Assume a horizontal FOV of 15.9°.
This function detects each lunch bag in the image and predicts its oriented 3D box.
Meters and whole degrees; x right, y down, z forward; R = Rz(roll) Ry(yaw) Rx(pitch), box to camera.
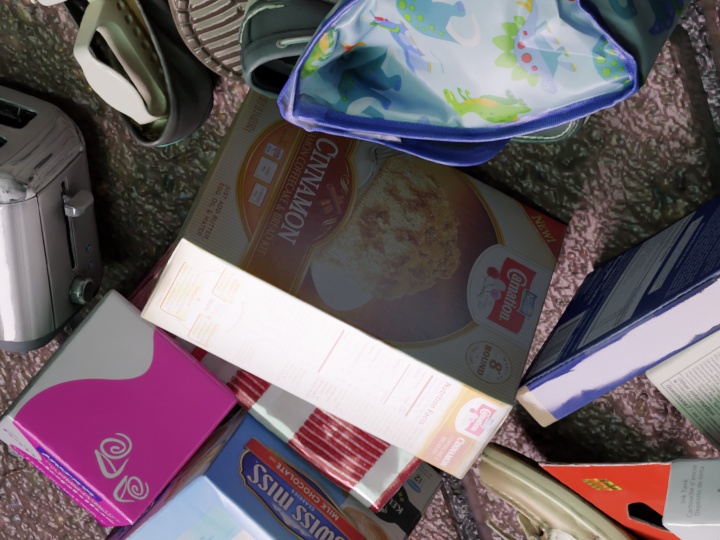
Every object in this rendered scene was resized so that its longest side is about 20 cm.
[{"bbox_3d":[0.069,-0.143,1.295,0.199,0.170,0.128,-13,116,36],"label":"lunch bag"}]

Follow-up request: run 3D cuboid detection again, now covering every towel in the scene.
[{"bbox_3d":[-0.023,0.032,1.537,0.200,0.023,0.144,40,103,-3],"label":"towel"}]

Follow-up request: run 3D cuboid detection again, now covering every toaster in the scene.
[{"bbox_3d":[-0.254,-0.044,1.601,0.199,0.114,0.130,18,127,20],"label":"toaster"}]

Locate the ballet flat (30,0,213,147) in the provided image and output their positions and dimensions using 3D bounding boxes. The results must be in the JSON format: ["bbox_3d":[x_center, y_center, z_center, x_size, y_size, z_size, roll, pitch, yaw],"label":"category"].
[{"bbox_3d":[-0.148,-0.157,1.480,0.068,0.068,0.201,-16,114,38],"label":"ballet flat"}]

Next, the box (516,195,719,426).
[{"bbox_3d":[0.176,0.003,1.377,0.032,0.121,0.200,47,133,-9],"label":"box"}]

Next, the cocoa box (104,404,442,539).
[{"bbox_3d":[-0.070,0.172,1.636,0.133,0.131,0.200,43,136,-5],"label":"cocoa box"}]

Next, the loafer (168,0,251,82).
[{"bbox_3d":[-0.081,-0.187,1.422,0.075,0.069,0.200,-14,134,16],"label":"loafer"}]

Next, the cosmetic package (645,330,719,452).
[{"bbox_3d":[0.260,0.028,1.381,0.105,0.071,0.200,46,133,-9],"label":"cosmetic package"}]

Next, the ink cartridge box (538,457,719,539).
[{"bbox_3d":[0.217,0.156,1.456,0.173,0.044,0.200,-5,154,32],"label":"ink cartridge box"}]

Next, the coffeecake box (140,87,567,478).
[{"bbox_3d":[0.000,0.000,1.432,0.199,0.154,0.073,27,134,-6],"label":"coffeecake box"}]

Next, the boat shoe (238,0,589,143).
[{"bbox_3d":[0.028,-0.099,1.401,0.199,0.062,0.073,16,133,-4],"label":"boat shoe"}]

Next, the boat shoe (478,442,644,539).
[{"bbox_3d":[0.143,0.181,1.554,0.200,0.073,0.063,39,92,-3],"label":"boat shoe"}]

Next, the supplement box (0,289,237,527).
[{"bbox_3d":[-0.154,0.088,1.584,0.101,0.103,0.200,41,167,-3],"label":"supplement box"}]
